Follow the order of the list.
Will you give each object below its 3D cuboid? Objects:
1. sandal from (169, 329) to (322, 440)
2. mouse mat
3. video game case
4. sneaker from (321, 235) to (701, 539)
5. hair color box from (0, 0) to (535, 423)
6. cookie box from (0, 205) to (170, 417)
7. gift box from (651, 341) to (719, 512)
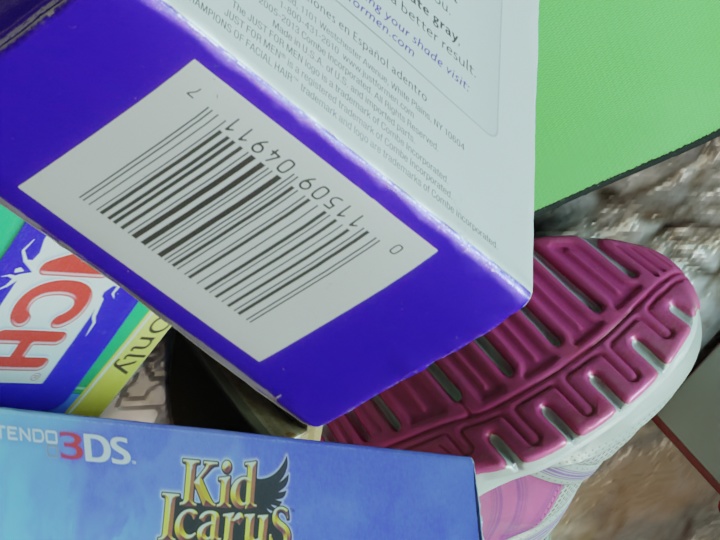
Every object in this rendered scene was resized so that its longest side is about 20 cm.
[{"bbox_3d":[-0.003,-0.004,0.794,0.069,0.078,0.212,-26,157,-27],"label":"sandal"},{"bbox_3d":[0.035,-0.059,0.787,0.199,0.008,0.161,-24,146,5],"label":"mouse mat"},{"bbox_3d":[-0.096,0.080,0.741,0.181,0.046,0.200,-17,162,38],"label":"video game case"},{"bbox_3d":[0.031,0.066,0.914,0.200,0.082,0.088,-36,147,6],"label":"sneaker"},{"bbox_3d":[-0.020,-0.081,0.563,0.065,0.201,0.109,-30,126,33],"label":"hair color box"},{"bbox_3d":[-0.113,-0.040,0.645,0.200,0.075,0.171,10,127,-49],"label":"cookie box"},{"bbox_3d":[0.249,0.068,1.022,0.185,0.200,0.187,-52,143,7],"label":"gift box"}]
